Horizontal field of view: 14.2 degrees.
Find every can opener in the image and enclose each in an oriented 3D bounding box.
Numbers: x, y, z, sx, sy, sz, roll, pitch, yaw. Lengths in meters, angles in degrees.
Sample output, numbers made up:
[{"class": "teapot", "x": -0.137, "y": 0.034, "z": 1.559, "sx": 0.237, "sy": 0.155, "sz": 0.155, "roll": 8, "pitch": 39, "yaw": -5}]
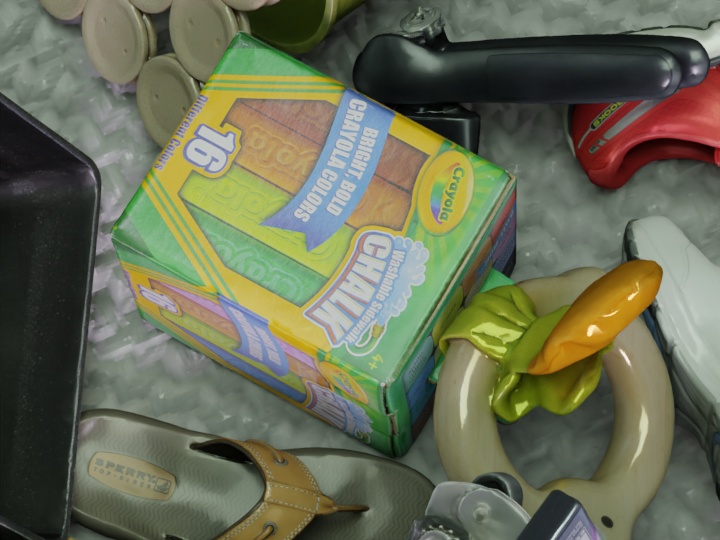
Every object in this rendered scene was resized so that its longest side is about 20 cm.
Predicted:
[{"class": "can opener", "x": 0.080, "y": -0.096, "z": 1.424, "sx": 0.199, "sy": 0.063, "sz": 0.079, "roll": -5, "pitch": 109, "yaw": 32}, {"class": "can opener", "x": 0.031, "y": 0.185, "z": 1.275, "sx": 0.053, "sy": 0.067, "sz": 0.201, "roll": 23, "pitch": 101, "yaw": 21}]

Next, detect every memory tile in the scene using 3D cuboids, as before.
[{"class": "memory tile", "x": -0.116, "y": -0.170, "z": 1.448, "sx": 0.017, "sy": 0.154, "sz": 0.200, "roll": -18, "pitch": 59, "yaw": -41}]

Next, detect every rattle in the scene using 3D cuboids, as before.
[{"class": "rattle", "x": 0.123, "y": 0.097, "z": 1.303, "sx": 0.142, "sy": 0.130, "sz": 0.201, "roll": -12, "pitch": 91, "yaw": 43}]

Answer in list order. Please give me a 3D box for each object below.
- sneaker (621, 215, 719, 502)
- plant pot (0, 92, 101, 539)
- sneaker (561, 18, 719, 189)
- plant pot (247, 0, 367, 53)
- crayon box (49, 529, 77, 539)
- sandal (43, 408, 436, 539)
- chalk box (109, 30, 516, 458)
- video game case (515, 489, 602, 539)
[{"class": "sneaker", "x": 0.185, "y": 0.047, "z": 1.380, "sx": 0.087, "sy": 0.075, "sz": 0.200, "roll": -19, "pitch": 52, "yaw": -14}, {"class": "plant pot", "x": -0.252, "y": 0.019, "z": 1.365, "sx": 0.177, "sy": 0.199, "sz": 0.201, "roll": -6, "pitch": 69, "yaw": 24}, {"class": "sneaker", "x": 0.201, "y": -0.081, "z": 1.441, "sx": 0.199, "sy": 0.077, "sz": 0.085, "roll": -10, "pitch": 75, "yaw": 11}, {"class": "plant pot", "x": 0.000, "y": -0.244, "z": 1.453, "sx": 0.193, "sy": 0.201, "sz": 0.201, "roll": -33, "pitch": 71, "yaw": -21}, {"class": "crayon box", "x": -0.104, "y": 0.205, "z": 1.325, "sx": 0.200, "sy": 0.052, "sz": 0.126, "roll": 16, "pitch": 68, "yaw": 48}, {"class": "sandal", "x": -0.059, "y": 0.106, "z": 1.392, "sx": 0.199, "sy": 0.055, "sz": 0.082, "roll": 17, "pitch": 72, "yaw": 9}, {"class": "chalk box", "x": 0.000, "y": 0.000, "z": 1.389, "sx": 0.199, "sy": 0.124, "sz": 0.125, "roll": 27, "pitch": 74, "yaw": 13}, {"class": "video game case", "x": 0.077, "y": 0.199, "z": 1.278, "sx": 0.019, "sy": 0.200, "sz": 0.143, "roll": 27, "pitch": 73, "yaw": 34}]
